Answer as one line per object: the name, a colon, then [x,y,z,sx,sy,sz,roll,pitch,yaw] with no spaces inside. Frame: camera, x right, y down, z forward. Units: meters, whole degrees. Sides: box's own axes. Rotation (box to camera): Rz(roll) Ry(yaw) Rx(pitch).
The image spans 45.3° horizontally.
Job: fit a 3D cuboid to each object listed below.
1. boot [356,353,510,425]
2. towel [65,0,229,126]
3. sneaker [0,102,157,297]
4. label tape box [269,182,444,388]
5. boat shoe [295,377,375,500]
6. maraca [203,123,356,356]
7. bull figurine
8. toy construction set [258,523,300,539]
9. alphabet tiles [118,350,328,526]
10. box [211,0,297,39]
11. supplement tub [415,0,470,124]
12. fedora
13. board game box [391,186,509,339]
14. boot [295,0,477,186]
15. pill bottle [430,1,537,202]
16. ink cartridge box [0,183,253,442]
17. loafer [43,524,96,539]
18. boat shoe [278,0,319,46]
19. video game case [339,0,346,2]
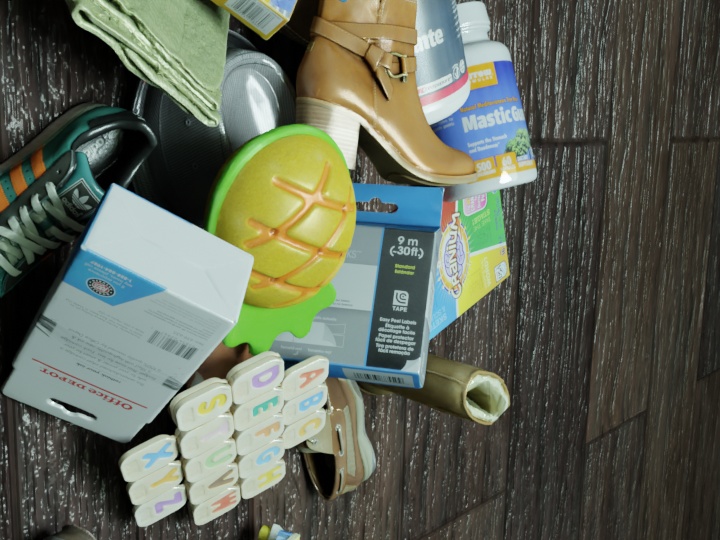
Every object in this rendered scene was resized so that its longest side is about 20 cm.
boot: [0.067,0.117,0.907,0.174,0.198,0.067,23,82,-53]
towel: [-0.155,-0.212,0.645,0.148,0.036,0.202,43,31,-43]
sneaker: [-0.228,-0.050,0.628,0.201,0.079,0.072,-56,134,-25]
label tape box: [0.000,0.000,0.818,0.066,0.141,0.203,64,32,-71]
boat shoe: [-0.039,0.159,0.897,0.072,0.075,0.202,-39,123,-34]
maraca: [-0.063,-0.020,0.684,0.136,0.107,0.202,-19,130,-31]
bull figurine: [-0.124,0.065,0.767,0.122,0.064,0.202,-56,155,-50]
toy construction set: [-0.097,0.357,0.856,0.202,0.091,0.131,-59,160,-11]
alphabet tiles: [-0.110,0.151,0.749,0.194,0.015,0.202,-25,144,-25]
box: [-0.079,-0.293,0.659,0.118,0.041,0.202,30,65,-27]
supplement tub: [0.024,-0.247,0.831,0.140,0.139,0.202,-37,124,-37]
fedora: [-0.108,-0.109,0.746,0.176,0.089,0.203,-15,109,-46]
board game box: [0.105,-0.023,1.046,0.199,0.040,0.155,-34,122,-40]
boot: [0.036,-0.158,0.760,0.198,0.073,0.157,6,92,-37]
pill bottle: [0.122,-0.186,0.960,0.111,0.111,0.203,-17,95,-45]
ink cartridge box: [-0.178,0.041,0.641,0.115,0.200,0.067,28,43,-20]
loafer: [-0.203,0.272,0.744,0.071,0.072,0.201,-60,141,-36]
boat shoe: [-0.090,-0.265,0.717,0.203,0.074,0.075,48,21,-22]
video game case: [-0.080,-0.301,0.626,0.198,0.018,0.145,19,67,-32]
